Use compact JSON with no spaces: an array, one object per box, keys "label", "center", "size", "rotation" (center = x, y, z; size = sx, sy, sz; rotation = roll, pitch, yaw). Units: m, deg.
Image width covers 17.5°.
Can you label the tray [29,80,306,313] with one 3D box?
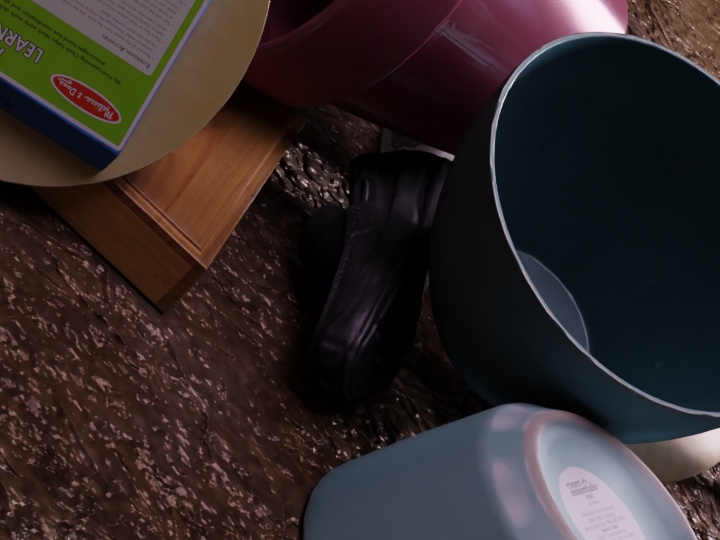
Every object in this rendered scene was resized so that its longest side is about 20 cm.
[{"label":"tray","center":[-0.093,-0.064,1.144],"size":[0.099,0.037,0.200],"rotation":[43,26,-8]}]

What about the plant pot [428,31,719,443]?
[{"label":"plant pot","center":[0.111,0.003,1.149],"size":[0.199,0.135,0.201],"rotation":[16,58,-26]}]

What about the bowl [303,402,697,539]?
[{"label":"bowl","center":[0.082,0.139,1.044],"size":[0.200,0.105,0.201],"rotation":[37,27,-22]}]

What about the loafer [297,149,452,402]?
[{"label":"loafer","center":[0.000,0.000,1.177],"size":[0.070,0.069,0.201],"rotation":[11,33,9]}]

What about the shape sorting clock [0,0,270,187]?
[{"label":"shape sorting clock","center":[-0.136,-0.137,1.025],"size":[0.200,0.200,0.039],"rotation":[40,-10,-15]}]

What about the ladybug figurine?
[{"label":"ladybug figurine","center":[0.126,0.038,1.294],"size":[0.135,0.072,0.201],"rotation":[9,45,-52]}]

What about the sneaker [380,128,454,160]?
[{"label":"sneaker","center":[0.065,-0.094,1.407],"size":[0.099,0.078,0.201],"rotation":[44,32,-24]}]

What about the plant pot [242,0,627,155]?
[{"label":"plant pot","center":[0.036,-0.151,1.206],"size":[0.179,0.200,0.201],"rotation":[34,28,-34]}]
